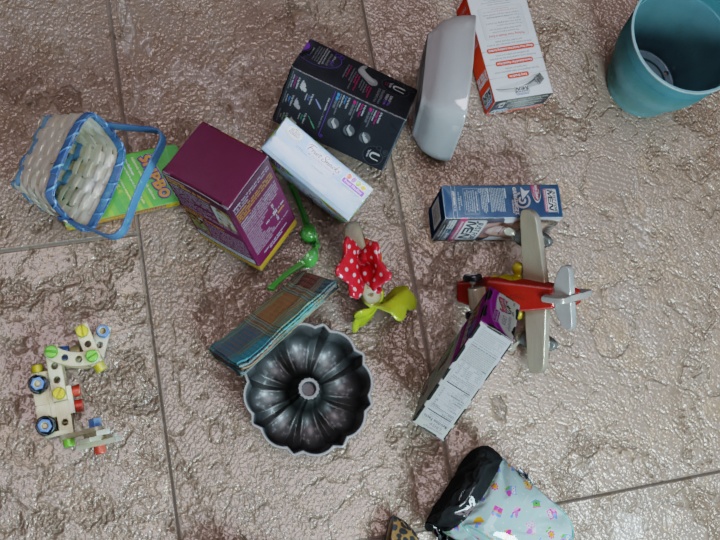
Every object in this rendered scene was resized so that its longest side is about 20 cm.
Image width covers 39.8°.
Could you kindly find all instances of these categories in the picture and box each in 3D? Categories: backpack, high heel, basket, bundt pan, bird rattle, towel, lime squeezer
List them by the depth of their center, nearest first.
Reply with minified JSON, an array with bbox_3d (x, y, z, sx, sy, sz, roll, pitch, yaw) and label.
[{"bbox_3d":[0.011,0.460,1.467,0.198,0.071,0.144,-18,86,-31],"label":"high heel"},{"bbox_3d":[-0.399,-0.148,1.479,0.198,0.139,0.178,15,72,27],"label":"basket"},{"bbox_3d":[0.220,0.382,1.500,0.200,0.127,0.167,40,70,-2],"label":"backpack"},{"bbox_3d":[-0.134,0.074,1.509,0.200,0.146,0.022,-42,113,-16],"label":"towel"},{"bbox_3d":[-0.082,0.185,1.521,0.199,0.076,0.204,2,76,-8],"label":"bundt pan"},{"bbox_3d":[0.000,0.000,1.531,0.112,0.200,0.164,-24,51,8],"label":"bird rattle"},{"bbox_3d":[-0.099,-0.046,1.591,0.070,0.038,0.202,9,60,-1],"label":"lime squeezer"}]

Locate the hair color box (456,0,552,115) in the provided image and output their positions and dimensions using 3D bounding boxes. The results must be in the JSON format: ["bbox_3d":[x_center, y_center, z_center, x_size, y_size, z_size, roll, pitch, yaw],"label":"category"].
[{"bbox_3d":[0.248,-0.380,1.721,0.110,0.064,0.202,-10,77,-13],"label":"hair color box"}]

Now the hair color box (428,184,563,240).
[{"bbox_3d":[0.219,-0.093,1.626,0.198,0.100,0.061,-2,71,-10],"label":"hair color box"}]

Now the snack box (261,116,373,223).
[{"bbox_3d":[-0.069,-0.149,1.529,0.168,0.200,0.068,39,90,-6],"label":"snack box"}]

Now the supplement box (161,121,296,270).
[{"bbox_3d":[-0.192,-0.108,1.494,0.130,0.200,0.104,30,72,21],"label":"supplement box"}]

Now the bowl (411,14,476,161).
[{"bbox_3d":[0.131,-0.294,1.611,0.074,0.200,0.202,7,73,-2],"label":"bowl"}]

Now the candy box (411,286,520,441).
[{"bbox_3d":[0.160,0.139,1.494,0.061,0.137,0.201,32,115,0],"label":"candy box"}]

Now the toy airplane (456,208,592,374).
[{"bbox_3d":[0.273,0.033,1.575,0.199,0.141,0.201,46,117,15],"label":"toy airplane"}]

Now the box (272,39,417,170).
[{"bbox_3d":[-0.024,-0.267,1.602,0.198,0.107,0.123,25,36,-2],"label":"box"}]

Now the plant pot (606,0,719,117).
[{"bbox_3d":[0.516,-0.356,1.695,0.198,0.188,0.202,2,76,-10],"label":"plant pot"}]

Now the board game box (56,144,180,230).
[{"bbox_3d":[-0.377,-0.133,1.574,0.198,0.030,0.097,-14,80,-10],"label":"board game box"}]

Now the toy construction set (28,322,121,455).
[{"bbox_3d":[-0.418,0.182,1.465,0.130,0.092,0.202,-11,68,-12],"label":"toy construction set"}]
